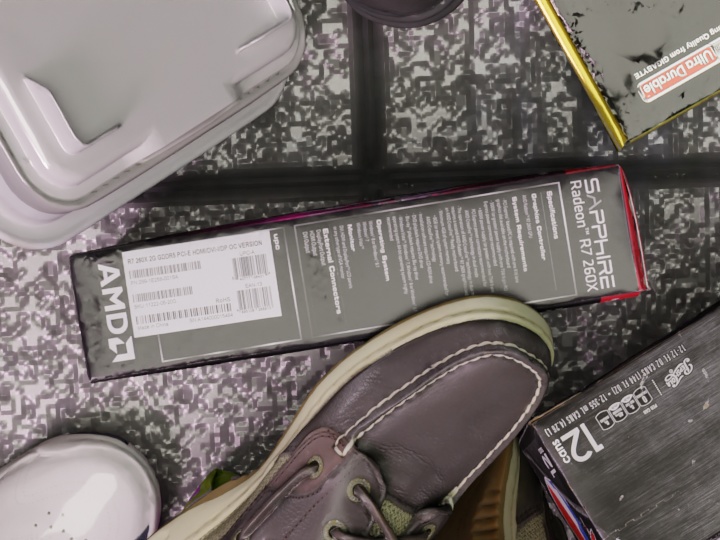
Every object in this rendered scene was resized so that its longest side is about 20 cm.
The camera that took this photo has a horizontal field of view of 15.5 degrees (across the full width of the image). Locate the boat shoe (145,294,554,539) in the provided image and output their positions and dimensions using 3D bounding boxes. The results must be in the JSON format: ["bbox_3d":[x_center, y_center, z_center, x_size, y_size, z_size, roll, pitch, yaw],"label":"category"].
[{"bbox_3d":[-0.007,0.089,0.922,0.201,0.066,0.072,-39,128,22],"label":"boat shoe"}]

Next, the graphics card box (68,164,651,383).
[{"bbox_3d":[0.000,0.000,0.969,0.199,0.125,0.051,-10,91,2],"label":"graphics card box"}]

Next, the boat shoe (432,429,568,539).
[{"bbox_3d":[0.042,0.114,0.970,0.073,0.200,0.065,-26,127,19],"label":"boat shoe"}]

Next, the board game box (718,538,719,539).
[{"bbox_3d":[0.193,0.106,1.002,0.151,0.046,0.200,33,82,-5],"label":"board game box"}]

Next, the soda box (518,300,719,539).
[{"bbox_3d":[0.158,0.034,0.946,0.199,0.063,0.071,-31,83,-5],"label":"soda box"}]

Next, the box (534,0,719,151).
[{"bbox_3d":[0.143,-0.163,0.983,0.199,0.049,0.160,-29,96,5],"label":"box"}]

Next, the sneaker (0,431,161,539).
[{"bbox_3d":[-0.156,0.147,0.993,0.199,0.130,0.080,-36,98,5],"label":"sneaker"}]

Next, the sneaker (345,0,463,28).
[{"bbox_3d":[-0.019,-0.169,0.977,0.071,0.099,0.201,-29,67,9],"label":"sneaker"}]

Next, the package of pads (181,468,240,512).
[{"bbox_3d":[-0.007,0.185,1.030,0.199,0.068,0.155,29,99,-5],"label":"package of pads"}]

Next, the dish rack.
[{"bbox_3d":[-0.106,-0.126,0.940,0.043,0.171,0.201,-19,103,47],"label":"dish rack"}]
